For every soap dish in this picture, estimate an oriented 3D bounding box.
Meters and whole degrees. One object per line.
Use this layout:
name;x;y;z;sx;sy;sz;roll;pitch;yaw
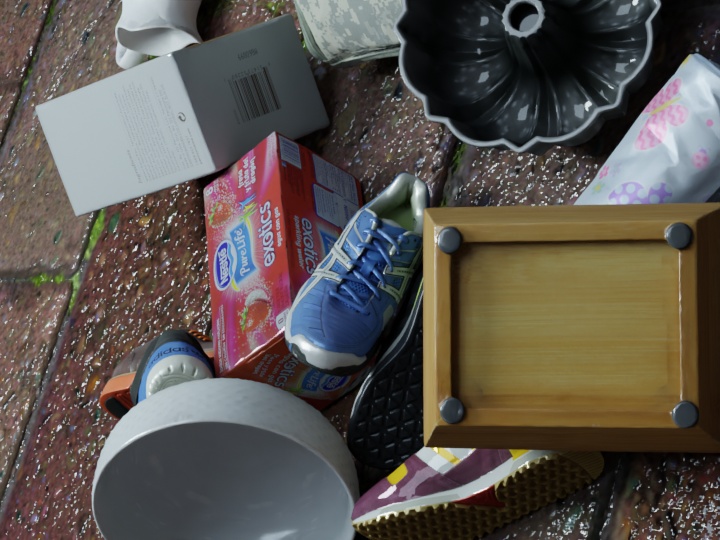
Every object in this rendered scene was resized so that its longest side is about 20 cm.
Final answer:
soap dish;0.134;0.035;1.202;0.199;0.081;0.158;0;86;13

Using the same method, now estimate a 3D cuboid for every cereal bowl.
cereal bowl;-0.096;0.149;1.405;0.200;0.200;0.084;-34;33;31

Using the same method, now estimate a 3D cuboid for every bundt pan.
bundt pan;0.130;-0.176;1.396;0.201;0.076;0.203;-5;78;21

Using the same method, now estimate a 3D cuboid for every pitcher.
pitcher;-0.203;-0.309;1.895;0.171;0.121;0.201;-19;64;61

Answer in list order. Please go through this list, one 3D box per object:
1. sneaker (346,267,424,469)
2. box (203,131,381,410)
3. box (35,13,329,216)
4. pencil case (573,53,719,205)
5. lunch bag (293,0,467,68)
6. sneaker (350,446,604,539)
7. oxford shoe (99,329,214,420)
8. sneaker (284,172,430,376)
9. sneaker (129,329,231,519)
sneaker;0.055;0.055;1.409;0.201;0.072;0.083;-62;3;6
box;-0.056;0.003;1.523;0.095;0.100;0.201;-36;44;31
box;-0.157;-0.135;1.663;0.200;0.152;0.107;-13;100;44
pencil case;0.198;-0.047;1.272;0.200;0.083;0.091;-54;34;9
lunch bag;0.039;-0.256;1.557;0.200;0.139;0.169;-4;81;49
sneaker;0.078;0.127;1.314;0.199;0.075;0.090;-24;52;27
oxford shoe;-0.141;0.075;1.606;0.199;0.071;0.073;-14;45;39
sneaker;0.000;0.000;1.411;0.200;0.075;0.077;-63;-6;-48
sneaker;-0.139;0.146;1.520;0.111;0.076;0.201;-111;15;-68
